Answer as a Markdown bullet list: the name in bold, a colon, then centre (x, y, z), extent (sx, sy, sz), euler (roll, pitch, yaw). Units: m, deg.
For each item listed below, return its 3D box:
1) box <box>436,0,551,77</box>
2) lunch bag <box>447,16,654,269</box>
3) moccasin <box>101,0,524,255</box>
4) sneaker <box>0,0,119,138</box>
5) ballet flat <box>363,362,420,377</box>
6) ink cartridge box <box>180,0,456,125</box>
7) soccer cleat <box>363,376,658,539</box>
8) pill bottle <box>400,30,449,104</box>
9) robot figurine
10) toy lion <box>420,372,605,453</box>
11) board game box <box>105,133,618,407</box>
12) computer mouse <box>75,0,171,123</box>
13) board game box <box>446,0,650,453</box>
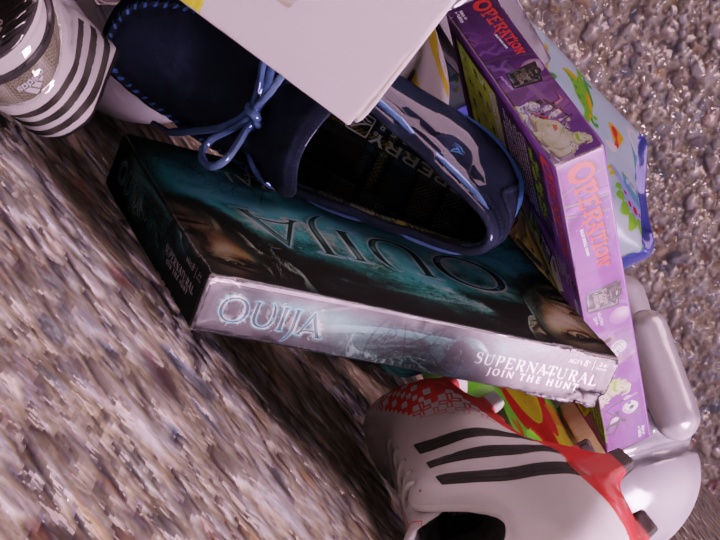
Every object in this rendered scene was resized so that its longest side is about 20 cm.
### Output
- **box**: centre (0.009, -0.195, 1.193), extent (0.160, 0.044, 0.200), euler (55, -2, -42)
- **lunch bag**: centre (0.050, -0.049, 1.368), extent (0.170, 0.199, 0.128), euler (43, 36, -34)
- **moccasin**: centre (-0.019, -0.069, 0.984), extent (0.199, 0.081, 0.068), euler (20, 24, -2)
- **sneaker**: centre (-0.166, -0.130, 0.939), extent (0.201, 0.075, 0.115), euler (61, 2, 31)
- **ballet flat**: centre (0.001, 0.011, 1.236), extent (0.071, 0.069, 0.200), euler (36, 4, 17)
- **ink cartridge box**: centre (-0.052, -0.171, 0.930), extent (0.199, 0.083, 0.145), euler (36, 25, -14)
- **soccer cleat**: centre (0.041, 0.096, 0.961), extent (0.200, 0.085, 0.069), euler (18, -46, 59)
- **pill bottle**: centre (-0.014, -0.098, 1.128), extent (0.112, 0.112, 0.200), euler (50, -2, 14)
- **robot figurine**: centre (0.122, 0.079, 1.271), extent (0.112, 0.169, 0.201), euler (-10, 79, -34)
- **toy lion**: centre (0.070, 0.072, 1.113), extent (0.192, 0.068, 0.200), euler (52, 12, -30)
- **board game box**: centre (0.000, 0.000, 0.987), extent (0.199, 0.028, 0.135), euler (12, 22, -28)
- **computer mouse**: centre (-0.129, -0.111, 1.070), extent (0.109, 0.044, 0.200), euler (17, -14, 29)
- **board game box**: centre (0.089, -0.019, 1.066), extent (0.201, 0.032, 0.120), euler (75, -7, -46)
